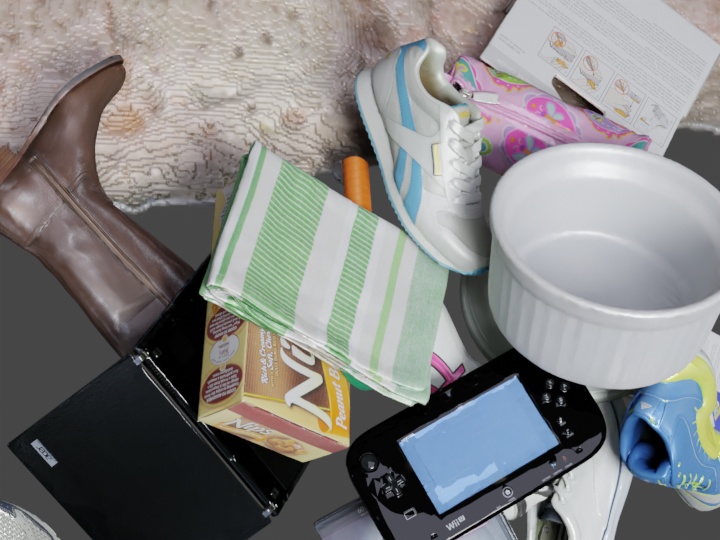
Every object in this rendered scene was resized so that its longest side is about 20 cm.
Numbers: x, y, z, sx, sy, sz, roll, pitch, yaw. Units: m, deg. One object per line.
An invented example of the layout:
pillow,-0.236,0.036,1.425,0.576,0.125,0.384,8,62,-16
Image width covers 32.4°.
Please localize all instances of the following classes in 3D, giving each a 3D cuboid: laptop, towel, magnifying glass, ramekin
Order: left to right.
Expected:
laptop,-0.137,0.122,0.977,0.178,0.103,0.201,53,42,-19
towel,-0.019,0.002,0.956,0.199,0.023,0.154,29,51,-21
magnifying glass,0.000,0.000,1.015,0.079,0.022,0.202,28,53,-48
ramekin,0.193,-0.002,0.974,0.198,0.098,0.202,3,43,-3

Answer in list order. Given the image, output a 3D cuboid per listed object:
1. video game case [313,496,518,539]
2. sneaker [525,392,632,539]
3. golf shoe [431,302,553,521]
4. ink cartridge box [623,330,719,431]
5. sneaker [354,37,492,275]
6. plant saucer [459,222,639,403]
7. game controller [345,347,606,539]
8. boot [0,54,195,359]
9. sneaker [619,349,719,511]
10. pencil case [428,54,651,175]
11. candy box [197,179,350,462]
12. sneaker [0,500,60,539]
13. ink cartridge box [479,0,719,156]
video game case,0.070,0.259,0.991,0.142,0.019,0.201,-29,86,10
sneaker,0.180,0.187,1.040,0.070,0.073,0.202,21,70,-38
golf shoe,0.095,0.109,1.030,0.091,0.073,0.202,-20,87,12
ink cartridge box,0.285,0.092,1.124,0.199,0.037,0.095,28,70,-11
sneaker,0.065,-0.093,1.022,0.076,0.080,0.202,-14,79,-54
plant saucer,0.186,0.015,1.074,0.198,0.050,0.202,2,61,-4
game controller,0.090,0.136,0.956,0.199,0.042,0.105,-28,64,-12
boot,-0.191,-0.050,1.005,0.200,0.064,0.187,42,68,-7
sneaker,0.256,0.153,1.037,0.105,0.075,0.201,-47,131,-30
pencil case,0.152,-0.118,1.091,0.198,0.088,0.088,26,70,4
candy box,-0.063,0.035,0.974,0.115,0.055,0.202,29,51,-40
sneaker,-0.229,0.248,0.904,0.077,0.085,0.201,-35,88,-21
ink cartridge box,0.223,-0.200,1.172,0.199,0.045,0.177,35,69,-5
